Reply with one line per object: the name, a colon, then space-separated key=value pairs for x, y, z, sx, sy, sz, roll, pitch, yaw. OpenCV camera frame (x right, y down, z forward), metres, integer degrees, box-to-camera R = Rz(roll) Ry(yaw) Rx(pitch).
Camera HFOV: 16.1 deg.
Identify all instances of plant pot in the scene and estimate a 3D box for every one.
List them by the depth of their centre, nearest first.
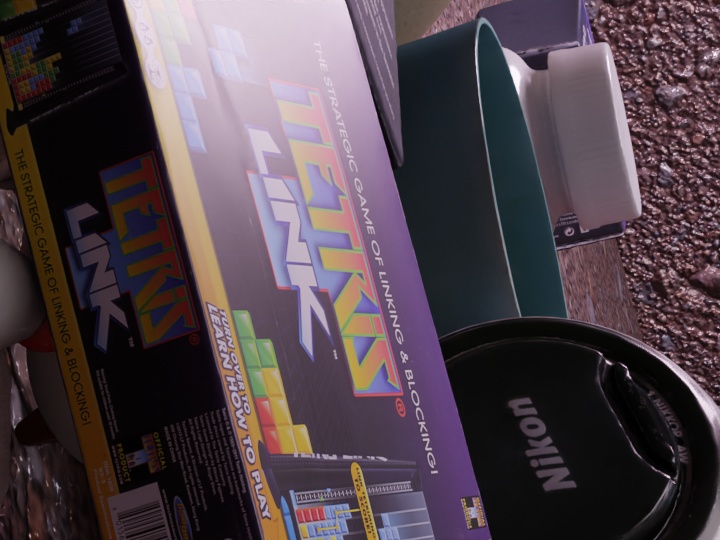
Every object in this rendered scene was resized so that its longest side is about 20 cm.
plant pot: x=0.000 y=0.000 z=1.155 sx=0.201 sy=0.161 sz=0.201 roll=-11 pitch=90 yaw=-79

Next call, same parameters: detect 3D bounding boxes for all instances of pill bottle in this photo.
pill bottle: x=0.037 y=-0.054 z=1.297 sx=0.110 sy=0.200 sz=0.110 roll=-11 pitch=90 yaw=-80

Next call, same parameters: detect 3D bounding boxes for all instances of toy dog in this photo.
toy dog: x=-0.109 y=0.027 z=0.820 sx=0.200 sy=0.096 sz=0.132 roll=47 pitch=33 yaw=-43

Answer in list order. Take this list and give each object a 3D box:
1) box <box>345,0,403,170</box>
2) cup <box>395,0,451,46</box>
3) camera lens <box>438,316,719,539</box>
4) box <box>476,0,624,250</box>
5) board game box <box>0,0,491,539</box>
box: x=-0.050 y=-0.151 z=1.041 sx=0.148 sy=0.104 sz=0.200 roll=69 pitch=14 yaw=-49
cup: x=-0.019 y=-0.178 z=1.255 sx=0.200 sy=0.200 sz=0.143 roll=-50 pitch=153 yaw=-77
camera lens: x=0.071 y=0.130 z=1.032 sx=0.200 sy=0.160 sz=0.160 roll=87 pitch=0 yaw=-49
box: x=0.177 y=-0.140 z=2.376 sx=0.148 sy=0.104 sz=0.200 roll=-79 pitch=156 yaw=-63
board game box: x=-0.037 y=0.002 z=0.805 sx=0.165 sy=0.057 sz=0.200 roll=2 pitch=71 yaw=-64
